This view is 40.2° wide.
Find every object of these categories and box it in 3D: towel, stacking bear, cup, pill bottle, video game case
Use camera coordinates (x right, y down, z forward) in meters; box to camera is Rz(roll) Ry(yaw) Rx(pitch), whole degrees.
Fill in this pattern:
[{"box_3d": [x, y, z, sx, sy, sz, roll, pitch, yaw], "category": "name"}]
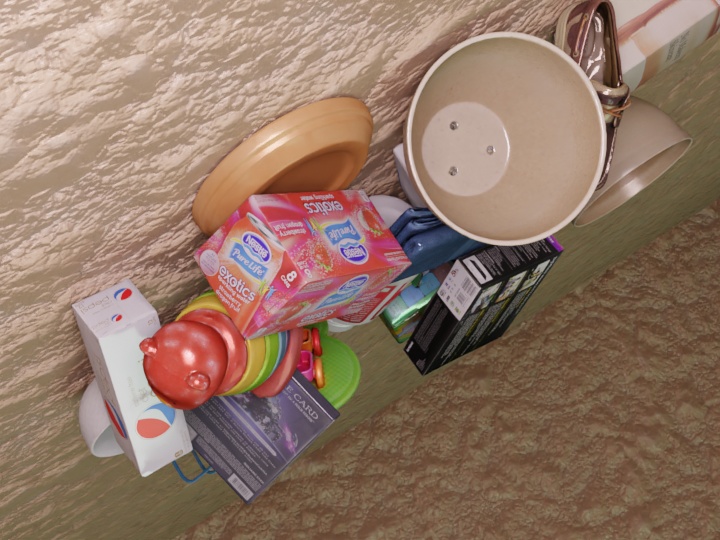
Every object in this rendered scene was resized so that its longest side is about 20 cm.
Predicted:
[{"box_3d": [0.101, -0.044, 1.111, 0.199, 0.049, 0.112, -20, 163, -40], "category": "towel"}, {"box_3d": [-0.138, 0.075, 0.941, 0.114, 0.121, 0.200, -54, 171, 17], "category": "stacking bear"}, {"box_3d": [0.125, -0.127, 0.995, 0.200, 0.201, 0.143, -32, -171, -9], "category": "cup"}, {"box_3d": [0.000, 0.000, 1.231, 0.112, 0.113, 0.200, -25, 166, -33], "category": "pill bottle"}, {"box_3d": [-0.125, 0.163, 1.101, 0.200, 0.143, 0.019, -48, 174, 37], "category": "video game case"}]

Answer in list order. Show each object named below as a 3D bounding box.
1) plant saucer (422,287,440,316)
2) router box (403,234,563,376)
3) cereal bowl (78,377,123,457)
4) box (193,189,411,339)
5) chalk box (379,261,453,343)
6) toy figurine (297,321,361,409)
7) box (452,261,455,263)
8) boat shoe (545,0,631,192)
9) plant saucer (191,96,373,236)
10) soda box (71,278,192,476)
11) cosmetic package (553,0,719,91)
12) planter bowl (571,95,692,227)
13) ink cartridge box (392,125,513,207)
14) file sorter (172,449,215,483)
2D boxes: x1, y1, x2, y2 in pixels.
[{"box_3d": [0.156, 0.035, 1.349, 0.200, 0.037, 0.201, -30, 157, -14], "category": "plant saucer"}, {"box_3d": [0.152, 0.039, 1.240, 0.149, 0.051, 0.200, -22, 154, -34], "category": "router box"}, {"box_3d": [-0.248, 0.132, 1.167, 0.200, 0.083, 0.200, -33, 165, -10], "category": "cereal bowl"}, {"box_3d": [-0.050, -0.011, 0.957, 0.095, 0.100, 0.200, -41, 164, 28], "category": "box"}, {"box_3d": [0.064, 0.010, 1.397, 0.123, 0.125, 0.200, -33, 165, -2], "category": "chalk box"}, {"box_3d": [-0.082, 0.038, 1.125, 0.149, 0.200, 0.185, -6, 126, 0], "category": "toy figurine"}, {"box_3d": [0.169, -0.093, 1.365, 0.136, 0.039, 0.200, -33, 151, -7], "category": "box"}, {"box_3d": [0.239, -0.179, 1.012, 0.072, 0.201, 0.072, 1, -176, -17], "category": "boat shoe"}, {"box_3d": [-0.067, -0.088, 0.945, 0.200, 0.038, 0.200, -32, 167, -8], "category": "plant saucer"}, {"box_3d": [-0.229, 0.112, 0.997, 0.063, 0.068, 0.201, -27, 134, -25], "category": "soda box"}, {"box_3d": [0.322, -0.274, 1.102, 0.200, 0.087, 0.103, -36, 165, 6], "category": "cosmetic package"}, {"box_3d": [0.347, -0.175, 1.396, 0.200, 0.135, 0.200, -32, 167, -9], "category": "planter bowl"}, {"box_3d": [0.146, -0.140, 1.153, 0.199, 0.084, 0.145, -32, 166, -2], "category": "ink cartridge box"}, {"box_3d": [-0.201, 0.229, 1.532, 0.139, 0.123, 0.200, -43, 163, 30], "category": "file sorter"}]
